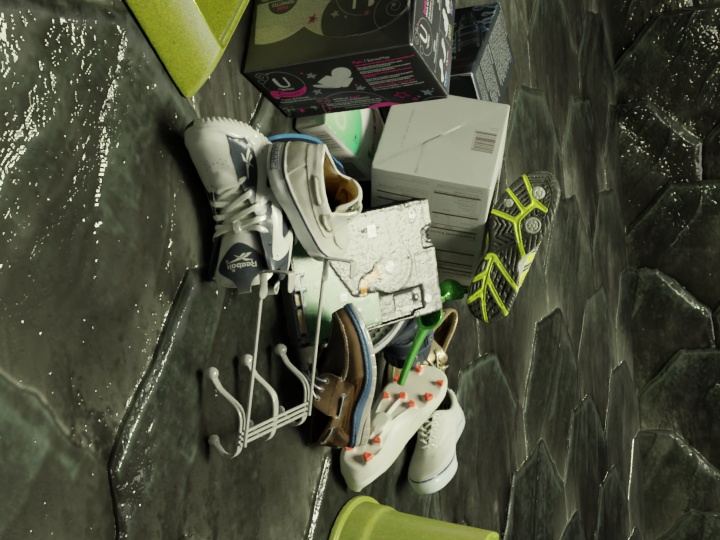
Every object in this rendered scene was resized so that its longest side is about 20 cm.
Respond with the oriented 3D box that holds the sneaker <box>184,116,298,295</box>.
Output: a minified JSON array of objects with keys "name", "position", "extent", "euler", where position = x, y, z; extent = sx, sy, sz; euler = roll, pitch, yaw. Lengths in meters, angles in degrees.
[{"name":"sneaker","position":[-0.117,-0.048,0.992],"extent":[0.199,0.079,0.130],"euler":[68,21,-55]}]

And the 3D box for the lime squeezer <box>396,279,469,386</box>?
[{"name":"lime squeezer","position":[0.099,0.055,1.273],"extent":[0.200,0.038,0.071],"euler":[-45,151,-30]}]

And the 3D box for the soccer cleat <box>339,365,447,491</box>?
[{"name":"soccer cleat","position":[0.040,0.198,1.294],"extent":[0.200,0.069,0.078],"euler":[-43,151,-35]}]

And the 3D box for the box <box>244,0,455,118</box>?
[{"name":"box","position":[-0.010,-0.260,1.107],"extent":[0.115,0.199,0.133],"euler":[40,52,-59]}]

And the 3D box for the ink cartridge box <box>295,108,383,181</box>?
[{"name":"ink cartridge box","position":[-0.018,-0.235,1.271],"extent":[0.161,0.050,0.201],"euler":[37,56,-59]}]

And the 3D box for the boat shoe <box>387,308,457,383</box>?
[{"name":"boat shoe","position":[0.090,0.121,1.439],"extent":[0.200,0.065,0.072],"euler":[-63,141,-48]}]

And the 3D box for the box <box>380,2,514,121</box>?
[{"name":"box","position":[0.126,-0.285,1.464],"extent":[0.200,0.148,0.107],"euler":[-67,145,-44]}]

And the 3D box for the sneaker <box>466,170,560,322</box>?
[{"name":"sneaker","position":[0.186,-0.034,1.266],"extent":[0.201,0.075,0.076],"euler":[-64,175,5]}]

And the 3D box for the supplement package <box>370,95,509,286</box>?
[{"name":"supplement package","position":[0.101,-0.105,1.319],"extent":[0.200,0.150,0.152],"euler":[90,15,-52]}]

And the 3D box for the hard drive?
[{"name":"hard drive","position":[0.000,0.000,1.177],"extent":[0.199,0.038,0.140],"euler":[-15,101,-32]}]

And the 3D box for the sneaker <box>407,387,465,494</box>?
[{"name":"sneaker","position":[0.102,0.241,1.461],"extent":[0.200,0.073,0.071],"euler":[-65,135,-61]}]

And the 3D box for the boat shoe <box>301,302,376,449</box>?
[{"name":"boat shoe","position":[-0.027,0.127,1.130],"extent":[0.072,0.072,0.201],"euler":[-124,-152,-52]}]

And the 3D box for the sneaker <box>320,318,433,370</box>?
[{"name":"sneaker","position":[0.027,0.094,1.294],"extent":[0.202,0.077,0.147],"euler":[-41,146,-35]}]

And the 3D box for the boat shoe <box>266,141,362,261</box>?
[{"name":"boat shoe","position":[-0.032,-0.069,1.036],"extent":[0.200,0.070,0.071],"euler":[62,28,-57]}]

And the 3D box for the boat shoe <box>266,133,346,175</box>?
[{"name":"boat shoe","position":[-0.054,-0.100,1.127],"extent":[0.200,0.084,0.069],"euler":[14,61,-62]}]

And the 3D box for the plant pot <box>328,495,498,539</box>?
[{"name":"plant pot","position":[0.078,0.381,1.243],"extent":[0.200,0.184,0.201],"euler":[-4,90,-65]}]

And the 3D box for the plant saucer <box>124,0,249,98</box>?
[{"name":"plant saucer","position":[-0.160,-0.305,0.970],"extent":[0.200,0.048,0.200],"euler":[61,35,-43]}]

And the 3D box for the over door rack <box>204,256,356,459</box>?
[{"name":"over door rack","position":[-0.086,0.078,1.028],"extent":[0.148,0.066,0.201],"euler":[-15,125,-64]}]
